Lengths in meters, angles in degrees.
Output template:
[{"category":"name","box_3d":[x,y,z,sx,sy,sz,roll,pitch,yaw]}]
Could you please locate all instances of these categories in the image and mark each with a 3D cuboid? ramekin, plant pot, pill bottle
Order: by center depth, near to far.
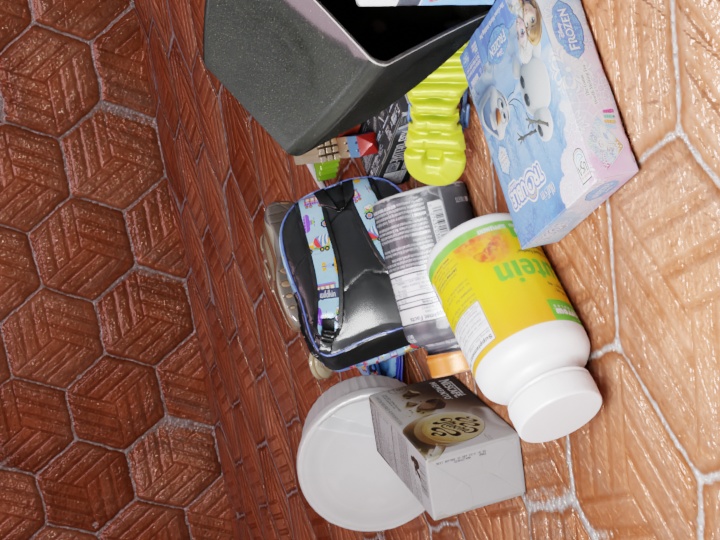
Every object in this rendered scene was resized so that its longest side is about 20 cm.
[{"category":"plant pot","box_3d":[-0.030,-0.227,1.287,0.200,0.200,0.177,47,135,9]},{"category":"pill bottle","box_3d":[0.146,0.055,1.302,0.111,0.111,0.200,98,154,-54]},{"category":"pill bottle","box_3d":[0.086,0.012,1.496,0.106,0.106,0.200,158,98,-75]},{"category":"ramekin","box_3d":[0.014,0.227,1.802,0.094,0.202,0.203,-107,9,-67]}]

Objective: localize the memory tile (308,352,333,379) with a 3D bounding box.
[{"category":"memory tile","box_3d":[-0.044,0.042,1.980,0.017,0.153,0.200,-8,100,31]}]

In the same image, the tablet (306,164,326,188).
[{"category":"tablet","box_3d":[-0.093,-0.209,1.956,0.200,0.014,0.130,63,-172,-55]}]

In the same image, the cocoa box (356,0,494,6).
[{"category":"cocoa box","box_3d":[0.065,-0.333,1.150,0.200,0.131,0.134,113,146,-50]}]

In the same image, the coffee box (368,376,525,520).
[{"category":"coffee box","box_3d":[0.096,0.199,1.612,0.200,0.113,0.080,-138,37,-66]}]

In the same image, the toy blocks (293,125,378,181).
[{"category":"toy blocks","box_3d":[-0.040,-0.204,1.631,0.137,0.100,0.200,3,106,63]}]

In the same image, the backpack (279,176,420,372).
[{"category":"backpack","box_3d":[0.000,0.000,1.652,0.135,0.182,0.200,72,177,-71]}]

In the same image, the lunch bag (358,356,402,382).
[{"category":"lunch bag","box_3d":[0.006,0.090,1.904,0.151,0.094,0.200,-130,25,-62]}]

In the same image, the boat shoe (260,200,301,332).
[{"category":"boat shoe","box_3d":[-0.091,0.002,1.853,0.072,0.076,0.200,119,148,-47]}]

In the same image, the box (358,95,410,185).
[{"category":"box","box_3d":[0.027,-0.207,1.624,0.200,0.050,0.158,112,142,-65]}]

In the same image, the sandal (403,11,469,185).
[{"category":"sandal","box_3d":[0.080,-0.190,1.406,0.087,0.079,0.200,-76,-5,-55]}]

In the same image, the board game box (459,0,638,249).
[{"category":"board game box","box_3d":[0.158,-0.141,1.217,0.200,0.043,0.199,125,129,-71]}]

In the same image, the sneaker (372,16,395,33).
[{"category":"sneaker","box_3d":[0.052,-0.273,1.427,0.104,0.060,0.200,-60,-1,-4]}]
